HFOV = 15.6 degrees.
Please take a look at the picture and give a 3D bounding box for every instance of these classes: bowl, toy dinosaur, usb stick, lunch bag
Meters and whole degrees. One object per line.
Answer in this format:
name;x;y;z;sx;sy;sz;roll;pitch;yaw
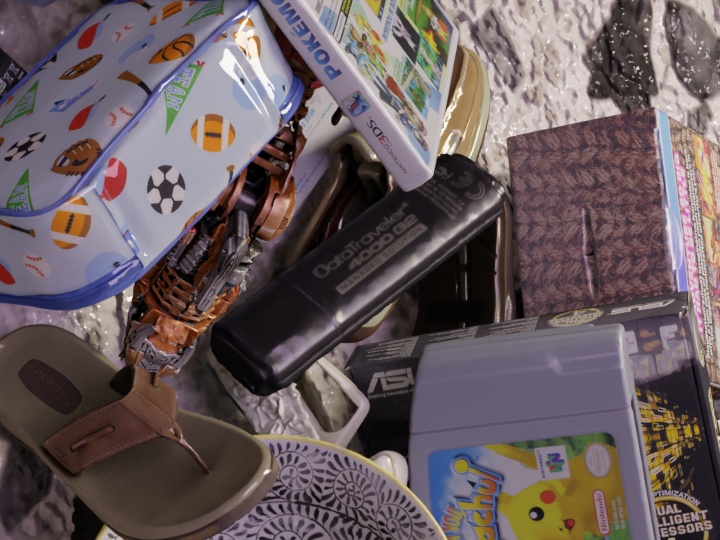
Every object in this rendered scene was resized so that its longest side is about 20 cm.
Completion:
bowl;-0.045;0.195;1.353;0.200;0.094;0.201;0;65;1
toy dinosaur;-0.067;-0.037;1.408;0.200;0.136;0.102;-40;110;1
usb stick;0.000;0.000;1.468;0.055;0.033;0.200;38;58;23
lunch bag;-0.131;-0.064;1.329;0.200;0.160;0.076;-46;120;-32

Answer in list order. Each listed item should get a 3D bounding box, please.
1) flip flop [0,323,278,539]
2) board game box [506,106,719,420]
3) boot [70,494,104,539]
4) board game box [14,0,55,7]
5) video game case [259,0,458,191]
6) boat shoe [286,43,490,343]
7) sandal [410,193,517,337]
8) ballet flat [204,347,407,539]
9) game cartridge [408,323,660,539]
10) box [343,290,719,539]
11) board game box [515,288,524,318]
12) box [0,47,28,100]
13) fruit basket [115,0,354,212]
flip flop;-0.126;0.075;1.336;0.081;0.200;0.058;-42;140;-20
board game box;0.178;0.004;1.606;0.200;0.097;0.160;20;63;-62
boot;-0.062;0.162;1.451;0.199;0.073;0.183;11;89;-31
board game box;-0.238;-0.251;1.361;0.200;0.043;0.200;10;65;-46
video game case;-0.012;-0.155;1.399;0.182;0.022;0.200;52;21;-18
boat shoe;0.015;-0.059;1.538;0.076;0.071;0.200;47;58;-44
sandal;0.062;0.044;1.564;0.055;0.082;0.201;16;76;-54
ballet flat;-0.015;0.102;1.448;0.072;0.072;0.200;-17;64;-40
game cartridge;0.096;0.132;1.457;0.040;0.133;0.201;-54;134;-67
box;0.105;0.107;1.490;0.049;0.199;0.162;-57;137;-71
board game box;0.118;0.110;1.639;0.120;0.032;0.201;-17;93;-36
box;-0.287;-0.083;1.324;0.193;0.047;0.200;42;58;-25
fruit basket;-0.057;-0.155;1.518;0.185;0.094;0.200;-57;133;-31
